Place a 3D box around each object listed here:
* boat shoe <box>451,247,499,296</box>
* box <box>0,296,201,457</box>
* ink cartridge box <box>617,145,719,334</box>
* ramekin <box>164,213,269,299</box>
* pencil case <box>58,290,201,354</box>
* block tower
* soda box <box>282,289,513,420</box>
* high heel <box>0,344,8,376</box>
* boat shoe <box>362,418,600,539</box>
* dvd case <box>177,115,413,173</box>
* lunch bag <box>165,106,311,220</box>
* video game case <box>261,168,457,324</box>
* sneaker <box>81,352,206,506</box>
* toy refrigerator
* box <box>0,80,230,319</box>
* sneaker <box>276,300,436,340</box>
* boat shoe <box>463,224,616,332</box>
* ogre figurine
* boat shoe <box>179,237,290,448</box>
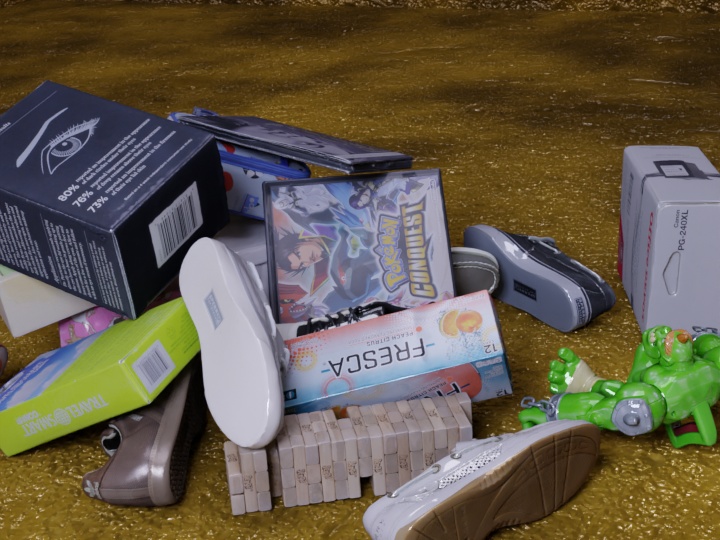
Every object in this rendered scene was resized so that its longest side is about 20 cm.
[{"bbox_3d":[0.050,0.029,1.167,0.200,0.073,0.060,-13,21,-7],"label":"boat shoe"},{"bbox_3d":[-0.229,0.091,0.987,0.199,0.048,0.122,-22,16,32],"label":"box"},{"bbox_3d":[0.316,-0.030,1.172,0.083,0.146,0.200,1,21,3],"label":"ink cartridge box"},{"bbox_3d":[-0.153,-0.008,1.255,0.201,0.095,0.203,-2,22,1],"label":"ramekin"},{"bbox_3d":[-0.191,0.053,1.130,0.198,0.087,0.083,1,-9,11],"label":"pencil case"},{"bbox_3d":[-0.005,0.142,0.911,0.198,0.054,0.058,-7,23,-9],"label":"block tower"},{"bbox_3d":[0.022,0.082,0.963,0.199,0.064,0.069,-14,51,7],"label":"soda box"},{"bbox_3d":[-0.410,0.108,1.030,0.096,0.068,0.200,21,34,25],"label":"high heel"},{"bbox_3d":[0.089,0.150,0.852,0.199,0.071,0.069,-18,28,-31],"label":"boat shoe"},{"bbox_3d":[-0.064,-0.130,1.182,0.199,0.016,0.148,18,14,23],"label":"dvd case"},{"bbox_3d":[-0.134,-0.115,1.258,0.159,0.076,0.200,11,16,-15],"label":"lunch bag"},{"bbox_3d":[0.000,0.000,1.127,0.179,0.201,0.026,-5,-23,-3],"label":"video game case"},{"bbox_3d":[-0.175,0.123,0.963,0.075,0.071,0.200,-3,21,3],"label":"sneaker"},{"bbox_3d":[-0.253,-0.018,1.108,0.199,0.070,0.076,-22,37,-22],"label":"toy refrigerator"},{"bbox_3d":[-0.241,-0.068,1.030,0.199,0.105,0.148,20,48,24],"label":"box"},{"bbox_3d":[-0.014,0.058,1.036,0.198,0.080,0.074,-1,38,-5],"label":"sneaker"},{"bbox_3d":[0.185,-0.002,1.217,0.068,0.074,0.199,-19,27,-25],"label":"boat shoe"},{"bbox_3d":[0.242,0.094,0.954,0.199,0.099,0.120,3,-1,-26],"label":"ogre figurine"},{"bbox_3d":[-0.091,0.059,0.930,0.068,0.072,0.200,20,28,-41],"label":"boat shoe"}]
